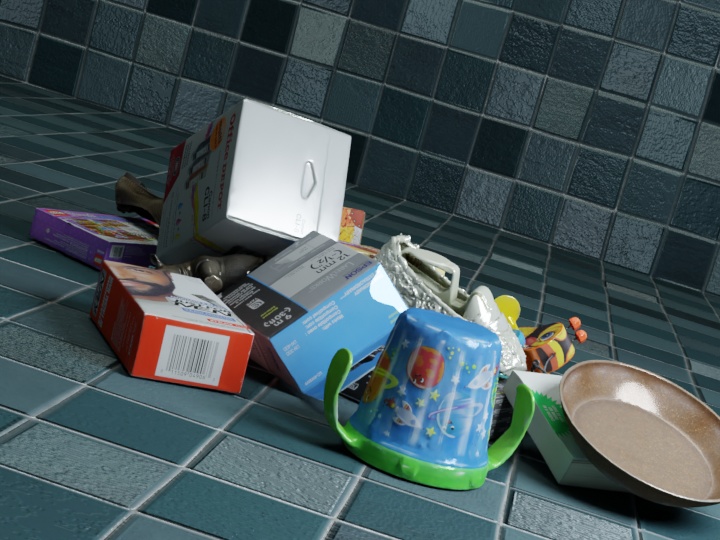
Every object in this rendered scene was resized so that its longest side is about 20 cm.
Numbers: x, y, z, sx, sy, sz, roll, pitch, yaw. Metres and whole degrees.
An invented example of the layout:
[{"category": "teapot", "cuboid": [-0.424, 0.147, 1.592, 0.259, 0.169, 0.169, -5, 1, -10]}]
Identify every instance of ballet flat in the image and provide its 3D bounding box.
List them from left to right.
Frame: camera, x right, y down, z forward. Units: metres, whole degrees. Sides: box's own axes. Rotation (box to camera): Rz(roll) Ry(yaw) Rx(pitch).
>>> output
[{"category": "ballet flat", "cuboid": [-0.261, -0.070, 1.874, 0.199, 0.046, 0.068, 34, -13, 47]}, {"category": "ballet flat", "cuboid": [0.095, 0.032, 1.533, 0.199, 0.072, 0.072, 35, 14, 15]}]

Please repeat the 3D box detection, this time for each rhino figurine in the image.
[{"category": "rhino figurine", "cuboid": [-0.160, 0.014, 1.608, 0.197, 0.061, 0.088, 2, 20, -15]}]

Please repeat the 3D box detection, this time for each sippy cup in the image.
[{"category": "sippy cup", "cuboid": [0.064, 0.107, 1.313, 0.138, 0.132, 0.177, 22, 10, 30]}]

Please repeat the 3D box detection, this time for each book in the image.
[{"category": "book", "cuboid": [0.252, 0.161, 1.478, 0.198, 0.048, 0.134, 8, 33, -31]}]

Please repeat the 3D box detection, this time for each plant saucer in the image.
[{"category": "plant saucer", "cuboid": [0.273, 0.162, 1.411, 0.198, 0.037, 0.201, 18, 29, -10]}]

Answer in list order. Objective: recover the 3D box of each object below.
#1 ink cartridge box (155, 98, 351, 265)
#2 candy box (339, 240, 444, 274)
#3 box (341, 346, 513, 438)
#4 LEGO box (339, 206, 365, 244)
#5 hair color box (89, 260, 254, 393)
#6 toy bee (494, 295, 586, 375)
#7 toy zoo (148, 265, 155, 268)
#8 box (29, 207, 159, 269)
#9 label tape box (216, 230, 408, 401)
[{"category": "ink cartridge box", "cuboid": [-0.123, -0.082, 1.690, 0.143, 0.147, 0.199, 17, -22, -28]}, {"category": "candy box", "cuboid": [0.000, 0.000, 1.698, 0.115, 0.057, 0.200, 11, 5, -25]}, {"category": "box", "cuboid": [0.087, 0.121, 1.535, 0.156, 0.050, 0.199, 22, 10, 28]}, {"category": "LEGO box", "cuboid": [-0.112, -0.061, 1.980, 0.147, 0.078, 0.199, 9, 2, -35]}, {"category": "hair color box", "cuboid": [-0.185, 0.051, 1.430, 0.110, 0.065, 0.200, 11, 9, -24]}, {"category": "toy bee", "cuboid": [0.202, 0.097, 1.694, 0.108, 0.132, 0.199, -33, 39, -20]}, {"category": "toy zoo", "cuboid": [-0.153, 0.027, 1.723, 0.197, 0.021, 0.131, 17, 0, 3]}, {"category": "box", "cuboid": [-0.291, -0.034, 1.842, 0.136, 0.040, 0.199, 23, 11, 34]}, {"category": "label tape box", "cuboid": [-0.042, 0.042, 1.488, 0.143, 0.067, 0.199, -34, 29, -20]}]
